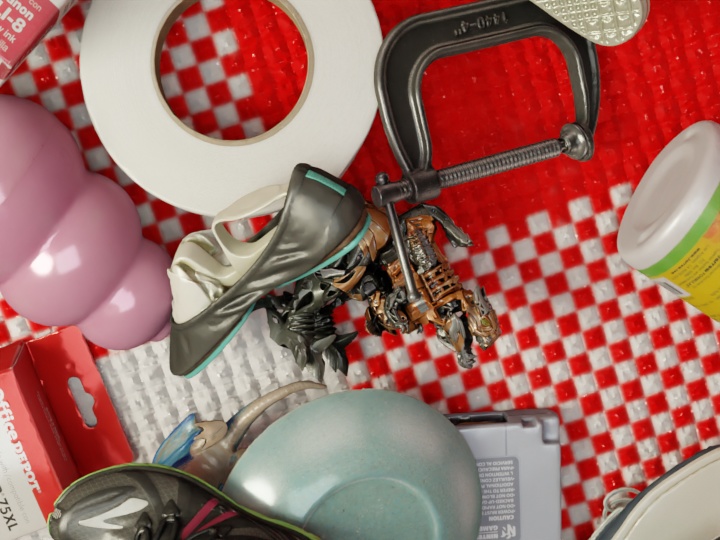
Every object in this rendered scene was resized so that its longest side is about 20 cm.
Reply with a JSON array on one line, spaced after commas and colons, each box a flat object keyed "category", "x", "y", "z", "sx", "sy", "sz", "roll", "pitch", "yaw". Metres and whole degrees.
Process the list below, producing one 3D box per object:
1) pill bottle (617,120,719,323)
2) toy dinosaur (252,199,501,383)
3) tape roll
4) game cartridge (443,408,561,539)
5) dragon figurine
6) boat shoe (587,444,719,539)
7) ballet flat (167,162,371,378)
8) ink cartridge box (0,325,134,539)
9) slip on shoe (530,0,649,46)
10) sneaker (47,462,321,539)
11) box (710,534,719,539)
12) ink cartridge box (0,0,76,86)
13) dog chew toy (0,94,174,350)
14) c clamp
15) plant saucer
[{"category": "pill bottle", "x": 0.284, "y": -0.005, "z": 1.076, "sx": 0.199, "sy": 0.111, "sz": 0.112, "roll": 31, "pitch": 100, "yaw": -11}, {"category": "toy dinosaur", "x": 0.000, "y": 0.000, "z": 1.073, "sx": 0.136, "sy": 0.102, "sz": 0.200, "roll": -51, "pitch": 58, "yaw": 8}, {"category": "tape roll", "x": -0.083, "y": -0.134, "z": 1.036, "sx": 0.200, "sy": 0.037, "sz": 0.205, "roll": 0, "pitch": 90, "yaw": -1}, {"category": "game cartridge", "x": 0.046, "y": 0.172, "z": 1.142, "sx": 0.197, "sy": 0.040, "sz": 0.135, "roll": -3, "pitch": 100, "yaw": -3}, {"category": "dragon figurine", "x": -0.113, "y": 0.140, "z": 1.109, "sx": 0.059, "sy": 0.099, "sz": 0.201, "roll": 41, "pitch": 79, "yaw": -9}, {"category": "boat shoe", "x": 0.205, "y": 0.198, "z": 1.145, "sx": 0.075, "sy": 0.062, "sz": 0.201, "roll": 34, "pitch": 101, "yaw": -13}, {"category": "ballet flat", "x": -0.077, "y": -0.006, "z": 1.009, "sx": 0.068, "sy": 0.068, "sz": 0.200, "roll": 39, "pitch": 124, "yaw": -17}, {"category": "ink cartridge box", "x": -0.269, "y": 0.128, "z": 1.093, "sx": 0.198, "sy": 0.067, "sz": 0.117, "roll": -21, "pitch": 104, "yaw": 1}, {"category": "slip on shoe", "x": 0.109, "y": -0.225, "z": 1.041, "sx": 0.199, "sy": 0.061, "sz": 0.074, "roll": 37, "pitch": 126, "yaw": 1}, {"category": "sneaker", "x": -0.106, "y": 0.179, "z": 1.006, "sx": 0.198, "sy": 0.084, "sz": 0.078, "roll": 15, "pitch": 101, "yaw": 6}, {"category": "box", "x": 0.232, "y": 0.297, "z": 1.138, "sx": 0.157, "sy": 0.050, "sz": 0.201, "roll": -30, "pitch": 129, "yaw": 4}, {"category": "ink cartridge box", "x": -0.203, "y": -0.235, "z": 0.944, "sx": 0.144, "sy": 0.145, "sz": 0.201, "roll": 40, "pitch": 81, "yaw": -13}, {"category": "dog chew toy", "x": -0.201, "y": -0.022, "z": 1.038, "sx": 0.200, "sy": 0.125, "sz": 0.125, "roll": 40, "pitch": 98, "yaw": -19}, {"category": "c clamp", "x": 0.085, "y": -0.094, "z": 1.050, "sx": 0.198, "sy": 0.027, "sz": 0.173, "roll": -22, "pitch": 97, "yaw": -23}, {"category": "plant saucer", "x": -0.001, "y": 0.182, "z": 1.078, "sx": 0.199, "sy": 0.039, "sz": 0.203, "roll": -6, "pitch": 109, "yaw": -18}]
